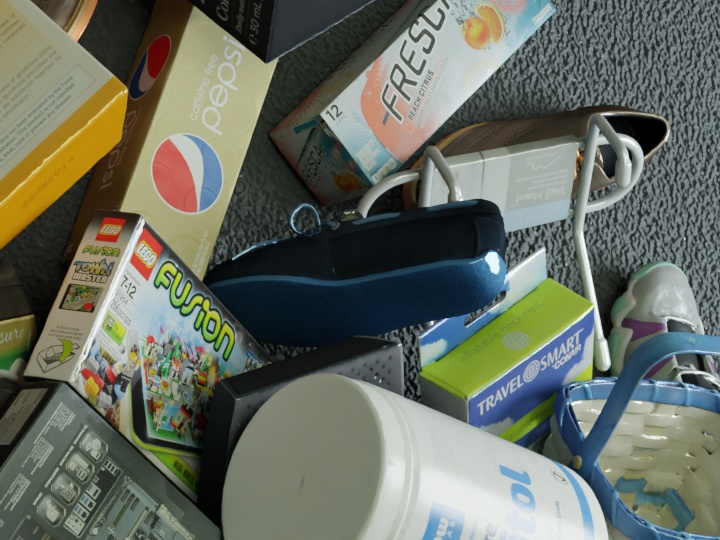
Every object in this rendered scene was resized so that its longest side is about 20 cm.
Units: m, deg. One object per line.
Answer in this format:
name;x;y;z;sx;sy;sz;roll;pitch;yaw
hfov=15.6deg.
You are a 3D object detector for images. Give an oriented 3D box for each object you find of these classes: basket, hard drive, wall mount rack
basket;0.202;0.114;1.597;0.176;0.200;0.139;2;38;-31
hard drive;-0.038;0.138;1.564;0.135;0.042;0.200;-18;125;-34
wall mount rack;0.097;-0.010;1.664;0.200;0.174;0.075;-12;43;-17

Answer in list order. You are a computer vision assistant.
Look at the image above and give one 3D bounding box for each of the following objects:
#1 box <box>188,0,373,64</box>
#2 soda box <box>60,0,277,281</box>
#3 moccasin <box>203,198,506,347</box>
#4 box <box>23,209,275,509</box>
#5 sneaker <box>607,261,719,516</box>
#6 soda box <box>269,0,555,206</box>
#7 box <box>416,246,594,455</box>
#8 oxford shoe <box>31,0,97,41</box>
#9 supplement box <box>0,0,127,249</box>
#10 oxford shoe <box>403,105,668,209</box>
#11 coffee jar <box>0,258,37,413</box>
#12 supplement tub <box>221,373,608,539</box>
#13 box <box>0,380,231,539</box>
box;-0.071;-0.267;1.535;0.124;0.200;0.197;-33;61;-32
soda box;-0.110;-0.083;1.601;0.068;0.064;0.200;28;67;-25
moccasin;0.000;0.000;1.594;0.081;0.200;0.068;60;33;-45
box;-0.114;0.062;1.532;0.200;0.035;0.110;50;54;-50
sneaker;0.230;0.086;1.741;0.078;0.140;0.200;8;77;-33
soda box;0.035;-0.129;1.699;0.064;0.068;0.200;52;60;-14
box;0.092;0.098;1.642;0.122;0.048;0.200;-35;139;-33
oxford shoe;-0.213;-0.136;1.542;0.073;0.071;0.200;37;63;-16
supplement box;-0.244;-0.111;1.461;0.200;0.074;0.126;42;68;8
oxford shoe;0.116;-0.073;1.731;0.200;0.073;0.071;-22;93;-34
coffee jar;-0.219;0.097;1.482;0.104;0.085;0.200;-14;89;-31
supplement tub;0.034;0.146;1.493;0.200;0.132;0.132;24;68;-42
box;-0.172;0.184;1.414;0.158;0.051;0.200;45;62;-25
